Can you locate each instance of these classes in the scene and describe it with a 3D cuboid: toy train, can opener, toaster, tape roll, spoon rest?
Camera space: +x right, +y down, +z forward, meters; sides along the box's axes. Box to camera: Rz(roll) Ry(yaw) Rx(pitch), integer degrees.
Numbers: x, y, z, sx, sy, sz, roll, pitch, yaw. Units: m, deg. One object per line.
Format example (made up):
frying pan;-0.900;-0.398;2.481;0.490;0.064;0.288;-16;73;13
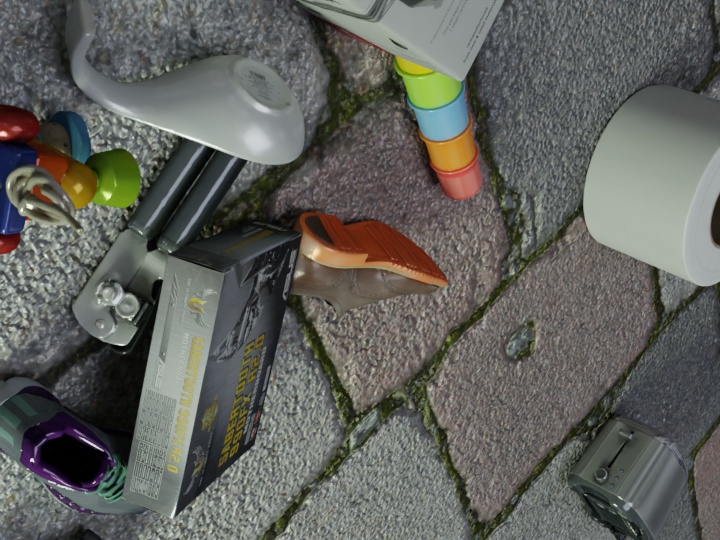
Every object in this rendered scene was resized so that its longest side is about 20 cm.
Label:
toy train;-0.180;-0.053;0.659;0.115;0.200;0.085;-5;114;-50
can opener;-0.147;-0.032;0.829;0.201;0.053;0.066;-58;174;-2
toaster;0.373;0.289;1.495;0.129;0.113;0.200;-53;137;-14
tape roll;0.373;-0.099;1.259;0.202;0.139;0.204;-24;128;-35
spoon rest;-0.122;-0.128;0.775;0.199;0.100;0.061;17;133;-39

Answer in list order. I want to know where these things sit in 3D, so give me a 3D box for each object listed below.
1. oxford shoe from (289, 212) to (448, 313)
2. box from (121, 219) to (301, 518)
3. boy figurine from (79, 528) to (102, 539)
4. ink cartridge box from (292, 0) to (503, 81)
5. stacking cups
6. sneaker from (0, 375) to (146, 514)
oxford shoe;0.000;0.000;0.991;0.199;0.071;0.073;13;121;-45
box;-0.114;0.070;0.860;0.158;0.048;0.201;-34;140;-70
boy figurine;-0.278;0.279;0.845;0.200;0.064;0.125;-28;132;-38
ink cartridge box;-0.012;-0.225;0.778;0.200;0.147;0.083;21;97;-49
stacking cups;0.076;-0.148;0.983;0.061;0.060;0.200;-46;139;-18
sneaker;-0.205;0.156;0.832;0.075;0.087;0.200;-55;139;-8
